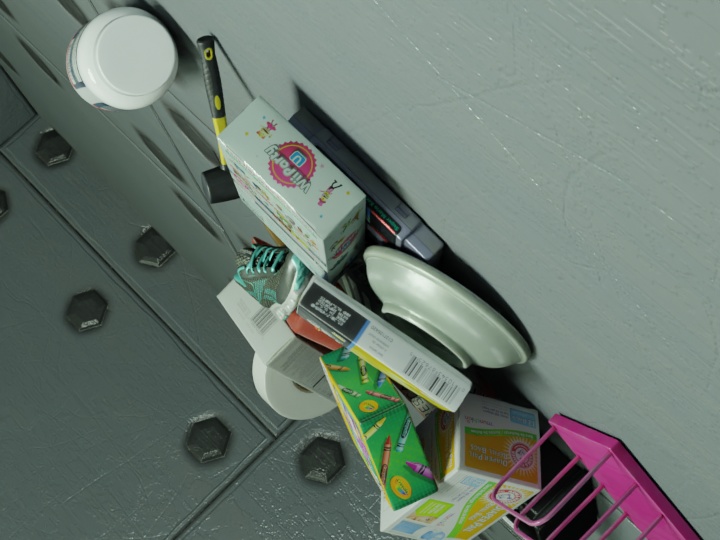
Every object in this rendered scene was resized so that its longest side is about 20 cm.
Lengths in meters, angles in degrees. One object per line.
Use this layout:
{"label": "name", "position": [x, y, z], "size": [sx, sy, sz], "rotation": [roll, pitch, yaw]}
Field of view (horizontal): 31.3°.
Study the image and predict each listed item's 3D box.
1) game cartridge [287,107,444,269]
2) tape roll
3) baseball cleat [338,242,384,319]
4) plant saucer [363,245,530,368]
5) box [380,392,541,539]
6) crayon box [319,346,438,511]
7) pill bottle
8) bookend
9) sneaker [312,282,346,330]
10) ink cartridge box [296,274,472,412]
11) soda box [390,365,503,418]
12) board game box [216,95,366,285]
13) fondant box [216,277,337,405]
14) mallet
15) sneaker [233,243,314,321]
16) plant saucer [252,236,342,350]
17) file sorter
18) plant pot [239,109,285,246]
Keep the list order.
{"label": "game cartridge", "position": [0.002, -0.070, 1.304], "size": [0.200, 0.038, 0.130], "rotation": [45, 174, 10]}
{"label": "tape roll", "position": [-0.067, 0.125, 1.891], "size": [0.037, 0.203, 0.203], "rotation": [37, 167, 44]}
{"label": "baseball cleat", "position": [0.000, 0.000, 1.485], "size": [0.200, 0.070, 0.107], "rotation": [40, 169, 32]}
{"label": "plant saucer", "position": [0.077, 0.050, 1.305], "size": [0.200, 0.050, 0.200], "rotation": [33, 169, 7]}
{"label": "box", "position": [0.114, 0.235, 1.498], "size": [0.112, 0.102, 0.200], "rotation": [16, 144, -18]}
{"label": "crayon box", "position": [0.018, 0.172, 1.467], "size": [0.200, 0.058, 0.119], "rotation": [-130, 17, -67]}
{"label": "pill bottle", "position": [-0.281, -0.250, 1.527], "size": [0.120, 0.120, 0.200], "rotation": [49, 170, -17]}
{"label": "bookend", "position": [0.194, 0.257, 1.624], "size": [0.199, 0.092, 0.200], "rotation": [42, 168, 27]}
{"label": "sneaker", "position": [-0.030, 0.022, 1.599], "size": [0.077, 0.073, 0.200], "rotation": [17, -149, -23]}
{"label": "ink cartridge box", "position": [0.020, 0.083, 1.390], "size": [0.197, 0.047, 0.200], "rotation": [33, 172, 1]}
{"label": "soda box", "position": [0.092, 0.131, 1.566], "size": [0.200, 0.064, 0.068], "rotation": [48, 131, -11]}
{"label": "board game box", "position": [-0.064, -0.074, 1.297], "size": [0.148, 0.064, 0.200], "rotation": [44, 172, 9]}
{"label": "fondant box", "position": [-0.085, 0.093, 1.709], "size": [0.144, 0.058, 0.200], "rotation": [50, -172, 38]}
{"label": "mallet", "position": [-0.163, -0.160, 1.409], "size": [0.041, 0.066, 0.201], "rotation": [-123, 14, -51]}
{"label": "sneaker", "position": [-0.102, 0.003, 1.478], "size": [0.091, 0.078, 0.200], "rotation": [30, 160, -5]}
{"label": "plant saucer", "position": [-0.047, 0.052, 1.690], "size": [0.199, 0.037, 0.200], "rotation": [28, -163, -36]}
{"label": "file sorter", "position": [0.253, 0.276, 1.351], "size": [0.200, 0.125, 0.139], "rotation": [49, 170, -16]}
{"label": "plant pot", "position": [-0.106, -0.093, 1.521], "size": [0.200, 0.027, 0.200], "rotation": [57, 165, 24]}
